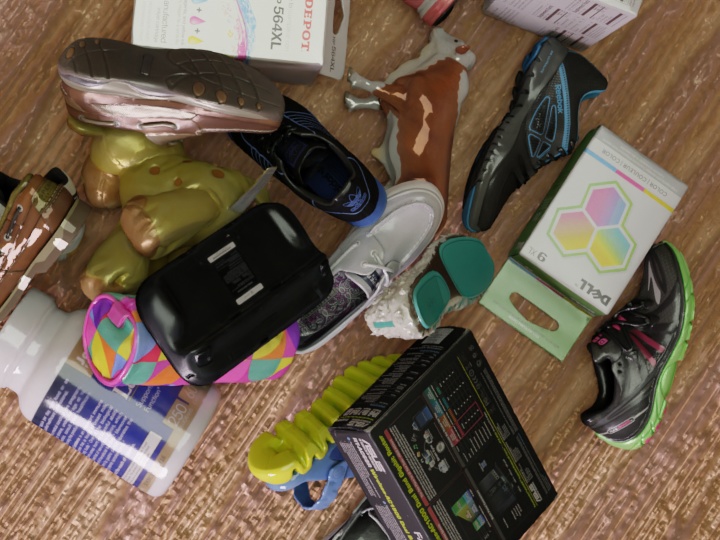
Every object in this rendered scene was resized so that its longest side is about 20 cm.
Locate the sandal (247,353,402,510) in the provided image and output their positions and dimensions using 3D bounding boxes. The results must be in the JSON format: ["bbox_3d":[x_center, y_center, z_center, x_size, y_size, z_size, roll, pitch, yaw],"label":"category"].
[{"bbox_3d":[-0.009,0.152,1.693,0.199,0.079,0.087,-32,126,-12],"label":"sandal"}]

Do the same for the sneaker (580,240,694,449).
[{"bbox_3d":[0.260,0.067,1.716,0.083,0.077,0.202,16,86,-10],"label":"sneaker"}]

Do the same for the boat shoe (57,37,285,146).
[{"bbox_3d":[-0.164,-0.148,1.583,0.198,0.076,0.072,12,132,0],"label":"boat shoe"}]

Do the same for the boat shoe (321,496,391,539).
[{"bbox_3d":[0.026,0.227,1.688,0.199,0.068,0.074,-39,93,-6],"label":"boat shoe"}]

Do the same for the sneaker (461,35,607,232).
[{"bbox_3d":[0.162,-0.119,1.711,0.082,0.073,0.201,29,86,-6],"label":"sneaker"}]

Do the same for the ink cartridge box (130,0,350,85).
[{"bbox_3d":[-0.105,-0.247,1.659,0.198,0.125,0.130,5,88,-6],"label":"ink cartridge box"}]

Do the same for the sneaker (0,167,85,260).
[{"bbox_3d":[-0.350,-0.052,1.636,0.198,0.076,0.088,-9,133,-14],"label":"sneaker"}]

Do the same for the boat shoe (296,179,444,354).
[{"bbox_3d":[0.000,0.000,1.664,0.200,0.069,0.072,-37,116,10],"label":"boat shoe"}]

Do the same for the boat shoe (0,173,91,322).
[{"bbox_3d":[-0.314,-0.011,1.596,0.068,0.072,0.200,36,119,-13],"label":"boat shoe"}]

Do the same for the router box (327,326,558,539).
[{"bbox_3d":[0.077,0.175,1.643,0.150,0.062,0.201,-42,115,-32],"label":"router box"}]

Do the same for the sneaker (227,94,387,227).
[{"bbox_3d":[-0.061,-0.114,1.648,0.200,0.078,0.070,36,91,25],"label":"sneaker"}]

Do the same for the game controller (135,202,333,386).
[{"bbox_3d":[-0.106,0.016,1.573,0.105,0.042,0.200,50,48,4],"label":"game controller"}]

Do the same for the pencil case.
[{"bbox_3d":[-0.145,0.056,1.601,0.199,0.088,0.089,-3,88,-43],"label":"pencil case"}]

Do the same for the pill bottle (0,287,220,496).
[{"bbox_3d":[-0.236,0.106,1.639,0.199,0.116,0.116,32,85,-5],"label":"pill bottle"}]

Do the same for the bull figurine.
[{"bbox_3d":[0.043,-0.133,1.703,0.120,0.065,0.202,5,87,-4],"label":"bull figurine"}]

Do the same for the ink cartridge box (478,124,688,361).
[{"bbox_3d":[0.210,-0.025,1.720,0.104,0.059,0.201,34,85,-4],"label":"ink cartridge box"}]

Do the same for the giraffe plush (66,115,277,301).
[{"bbox_3d":[-0.192,-0.078,1.642,0.200,0.172,0.162,-43,72,5],"label":"giraffe plush"}]

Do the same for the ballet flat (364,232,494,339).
[{"bbox_3d":[0.058,0.015,1.659,0.071,0.200,0.072,7,107,23],"label":"ballet flat"}]

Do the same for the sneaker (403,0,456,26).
[{"bbox_3d":[0.091,-0.333,1.710,0.086,0.074,0.201,32,84,-1],"label":"sneaker"}]

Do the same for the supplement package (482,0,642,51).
[{"bbox_3d":[0.202,-0.305,1.657,0.110,0.200,0.157,20,86,-6],"label":"supplement package"}]
